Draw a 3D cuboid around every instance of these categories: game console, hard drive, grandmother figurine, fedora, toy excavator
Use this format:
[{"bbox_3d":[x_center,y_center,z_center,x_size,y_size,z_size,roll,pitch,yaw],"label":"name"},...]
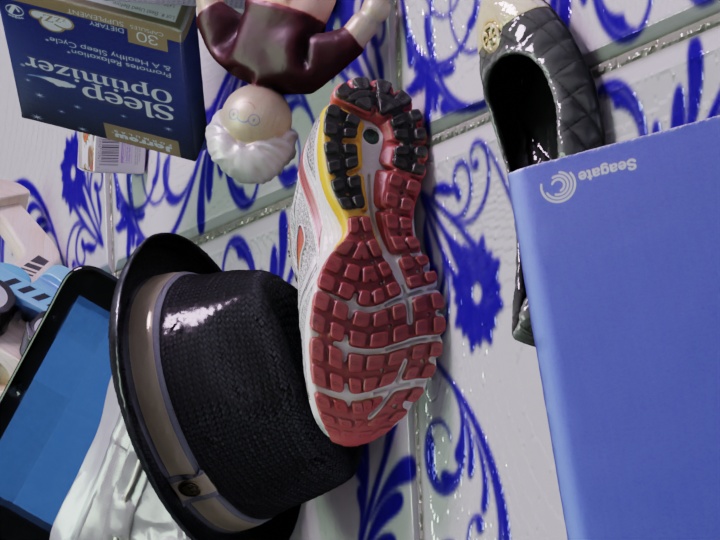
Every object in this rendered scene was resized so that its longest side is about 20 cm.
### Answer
[{"bbox_3d":[-0.149,0.130,1.788,0.200,0.118,0.171,-61,33,17],"label":"game console"},{"bbox_3d":[0.141,0.038,1.207,0.025,0.132,0.201,38,-139,-64],"label":"hard drive"},{"bbox_3d":[-0.045,-0.147,1.624,0.121,0.061,0.201,13,89,34],"label":"grandmother figurine"},{"bbox_3d":[-0.057,0.065,1.623,0.091,0.200,0.201,-15,71,24],"label":"fedora"},{"bbox_3d":[-0.248,0.023,2.110,0.194,0.200,0.100,27,123,14],"label":"toy excavator"}]

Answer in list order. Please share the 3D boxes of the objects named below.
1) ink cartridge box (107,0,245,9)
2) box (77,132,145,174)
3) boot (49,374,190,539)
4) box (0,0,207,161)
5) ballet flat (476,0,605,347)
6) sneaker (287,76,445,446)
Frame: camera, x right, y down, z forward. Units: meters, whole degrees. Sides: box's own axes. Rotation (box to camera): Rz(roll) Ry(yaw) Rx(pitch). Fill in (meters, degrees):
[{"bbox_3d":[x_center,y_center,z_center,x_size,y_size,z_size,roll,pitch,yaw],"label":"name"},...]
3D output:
[{"bbox_3d":[-0.140,-0.202,1.736,0.196,0.199,0.043,-137,52,-60],"label":"ink cartridge box"},{"bbox_3d":[-0.168,-0.167,1.995,0.039,0.041,0.201,-163,74,-65],"label":"box"},{"bbox_3d":[-0.107,0.110,1.717,0.095,0.074,0.200,30,109,22],"label":"boot"},{"bbox_3d":[-0.159,-0.124,1.805,0.200,0.121,0.032,89,-163,-65],"label":"box"},{"bbox_3d":[0.085,-0.054,1.397,0.066,0.057,0.200,128,137,-52],"label":"ballet flat"},{"bbox_3d":[0.000,0.000,1.583,0.082,0.078,0.201,140,136,-64],"label":"sneaker"}]
